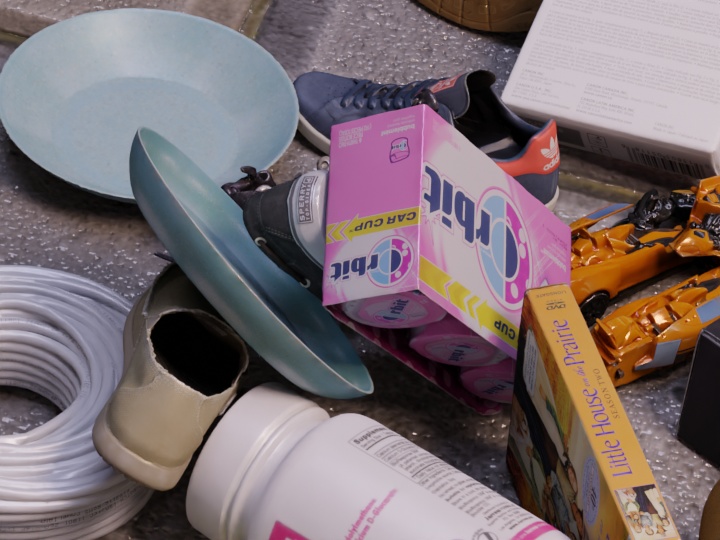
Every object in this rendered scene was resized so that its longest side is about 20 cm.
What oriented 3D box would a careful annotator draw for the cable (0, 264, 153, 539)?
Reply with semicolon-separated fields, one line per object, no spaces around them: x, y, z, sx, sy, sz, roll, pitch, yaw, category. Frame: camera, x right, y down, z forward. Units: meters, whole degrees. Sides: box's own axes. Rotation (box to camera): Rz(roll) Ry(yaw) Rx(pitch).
-0.204;0.078;1.615;0.198;0.070;0.201;-7;44;-20;cable

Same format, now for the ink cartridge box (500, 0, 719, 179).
0.203;-0.168;1.900;0.161;0.050;0.201;15;65;25;ink cartridge box

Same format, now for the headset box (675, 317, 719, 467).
0.312;0.076;1.687;0.199;0.093;0.174;-30;53;-35;headset box

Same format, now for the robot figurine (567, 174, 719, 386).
0.199;0.001;1.778;0.199;0.058;0.145;-25;52;-31;robot figurine

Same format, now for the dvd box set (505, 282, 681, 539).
0.126;0.128;1.556;0.029;0.147;0.201;-8;44;-12;dvd box set

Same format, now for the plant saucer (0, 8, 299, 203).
-0.140;-0.098;1.848;0.199;0.039;0.202;4;41;-4;plant saucer

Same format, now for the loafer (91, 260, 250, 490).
-0.094;0.048;1.570;0.075;0.068;0.200;34;28;-13;loafer

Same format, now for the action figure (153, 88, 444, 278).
-0.024;-0.028;1.747;0.199;0.102;0.119;-28;57;-1;action figure

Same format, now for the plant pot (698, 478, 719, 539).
0.253;0.186;1.511;0.185;0.188;0.200;-2;28;-12;plant pot

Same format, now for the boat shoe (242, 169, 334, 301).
0.000;0.000;1.673;0.056;0.200;0.069;-8;58;29;boat shoe

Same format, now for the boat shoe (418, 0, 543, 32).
0.125;-0.205;1.998;0.199;0.074;0.069;15;16;21;boat shoe

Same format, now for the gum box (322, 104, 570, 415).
0.057;-0.001;1.643;0.066;0.200;0.114;-11;63;29;gum box

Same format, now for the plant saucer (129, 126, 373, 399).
-0.068;0.002;1.593;0.027;0.200;0.200;-42;51;6;plant saucer

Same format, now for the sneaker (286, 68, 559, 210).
0.044;-0.104;1.851;0.199;0.085;0.075;22;43;15;sneaker

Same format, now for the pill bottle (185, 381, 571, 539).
0.009;0.149;1.537;0.199;0.114;0.113;29;45;23;pill bottle
